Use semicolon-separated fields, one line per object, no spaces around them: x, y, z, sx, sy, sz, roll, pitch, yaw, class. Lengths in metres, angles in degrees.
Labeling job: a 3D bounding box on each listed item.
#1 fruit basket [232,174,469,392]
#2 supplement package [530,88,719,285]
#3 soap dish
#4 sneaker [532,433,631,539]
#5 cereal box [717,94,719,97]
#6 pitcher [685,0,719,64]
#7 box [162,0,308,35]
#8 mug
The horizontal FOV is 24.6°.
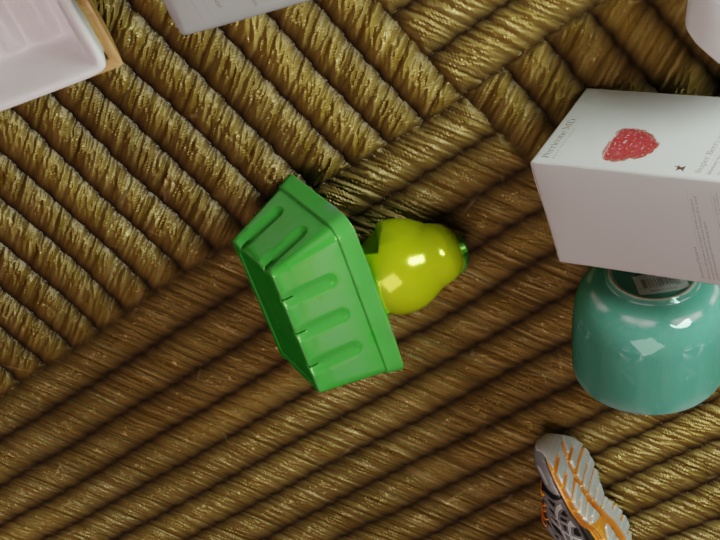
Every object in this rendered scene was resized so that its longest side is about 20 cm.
0.000;0.000;1.666;0.214;0.155;0.218;-15;121;-26;fruit basket
0.274;-0.077;1.474;0.199;0.121;0.120;8;135;36;supplement package
-0.342;-0.234;1.553;0.198;0.082;0.158;-18;124;16;soap dish
0.233;0.263;1.845;0.077;0.079;0.201;-10;126;33;sneaker
0.426;-0.131;1.482;0.199;0.040;0.144;28;130;-7;cereal box
0.337;-0.273;1.346;0.171;0.121;0.201;39;118;7;pitcher
-0.107;-0.336;1.342;0.130;0.200;0.201;-11;126;24;box
0.290;0.039;1.605;0.151;0.185;0.115;20;134;30;mug
